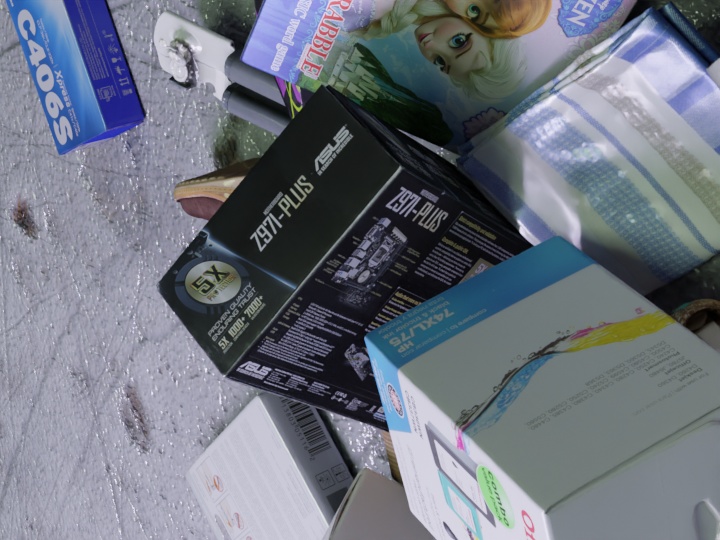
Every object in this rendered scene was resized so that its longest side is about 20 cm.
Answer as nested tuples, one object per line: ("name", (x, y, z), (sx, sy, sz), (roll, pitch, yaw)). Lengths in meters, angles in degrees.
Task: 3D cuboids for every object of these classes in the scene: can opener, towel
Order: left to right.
("can opener", (-0.076, -0.144, 1.242), (0.199, 0.066, 0.053), (30, 132, 29))
("towel", (0.157, -0.058, 0.972), (0.147, 0.024, 0.200), (45, 142, -8))

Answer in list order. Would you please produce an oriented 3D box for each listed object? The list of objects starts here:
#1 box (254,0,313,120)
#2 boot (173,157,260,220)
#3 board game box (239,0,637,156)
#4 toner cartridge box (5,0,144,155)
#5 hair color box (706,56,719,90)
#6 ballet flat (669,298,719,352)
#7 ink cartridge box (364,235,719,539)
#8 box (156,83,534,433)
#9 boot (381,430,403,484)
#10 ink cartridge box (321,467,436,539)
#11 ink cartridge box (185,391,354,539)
("box", (-0.049, -0.196, 1.112), (0.143, 0.036, 0.201), (-113, 13, -45))
("boot", (-0.067, 0.001, 1.281), (0.199, 0.072, 0.168), (2, 110, 53))
("board game box", (0.051, -0.166, 0.986), (0.198, 0.041, 0.200), (22, 136, -6))
("toner cartridge box", (-0.257, -0.209, 1.444), (0.095, 0.043, 0.201), (-17, 93, 52))
("hair color box", (0.274, -0.055, 0.839), (0.201, 0.061, 0.102), (58, 142, 13))
("ballet flat", (0.238, 0.096, 0.940), (0.200, 0.070, 0.065), (49, 174, 22))
("ink cartridge box", (0.122, 0.106, 0.956), (0.200, 0.145, 0.147), (41, 152, 53))
("box", (0.000, 0.000, 1.038), (0.164, 0.200, 0.086), (-49, 56, 12))
("boot", (0.078, 0.078, 1.148), (0.200, 0.076, 0.156), (10, 110, 57))
("ink cartridge box", (0.020, 0.262, 1.239), (0.145, 0.085, 0.201), (27, 135, 2))
("ink cartridge box", (-0.067, 0.201, 1.403), (0.161, 0.047, 0.200), (60, 147, 12))
